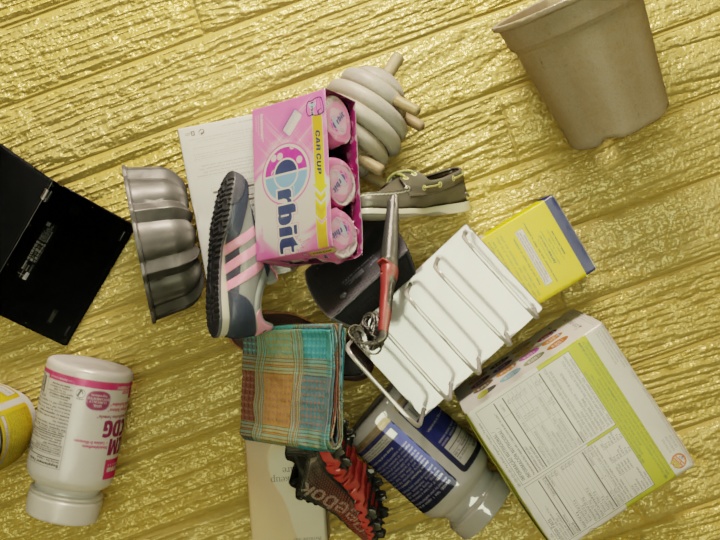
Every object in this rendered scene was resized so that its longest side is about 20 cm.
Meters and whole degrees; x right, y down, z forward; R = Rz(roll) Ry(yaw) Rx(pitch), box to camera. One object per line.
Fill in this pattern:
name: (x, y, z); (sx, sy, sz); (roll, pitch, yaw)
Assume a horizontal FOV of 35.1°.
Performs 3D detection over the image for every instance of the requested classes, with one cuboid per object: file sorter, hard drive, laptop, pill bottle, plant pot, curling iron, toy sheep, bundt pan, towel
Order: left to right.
pill bottle: (-0.478, 0.202, 1.427); (0.111, 0.200, 0.113); (0, 91, 2)
laptop: (-0.441, -0.038, 1.517); (0.199, 0.116, 0.188); (30, 92, -28)
pill bottle: (-0.366, 0.217, 1.468); (0.112, 0.113, 0.202); (12, 92, 1)
bundt pan: (-0.243, -0.039, 1.424); (0.075, 0.202, 0.203); (-11, 91, -9)
towel: (-0.086, 0.138, 1.365); (0.022, 0.199, 0.148); (5, 84, -38)
hard drive: (0.000, 0.000, 1.417); (0.135, 0.200, 0.042); (-42, 110, 2)
toy sheep: (0.003, -0.189, 1.444); (0.137, 0.138, 0.201); (33, 78, 1)
curling iron: (0.023, 0.000, 1.302); (0.049, 0.026, 0.201); (-2, 64, 27)
pill bottle: (0.089, 0.241, 1.453); (0.200, 0.116, 0.116); (42, 92, 1)
file sorter: (0.098, 0.066, 1.339); (0.200, 0.125, 0.139); (-43, 90, 7)
plant pot: (0.289, -0.259, 1.415); (0.199, 0.201, 0.184); (-25, 102, 2)

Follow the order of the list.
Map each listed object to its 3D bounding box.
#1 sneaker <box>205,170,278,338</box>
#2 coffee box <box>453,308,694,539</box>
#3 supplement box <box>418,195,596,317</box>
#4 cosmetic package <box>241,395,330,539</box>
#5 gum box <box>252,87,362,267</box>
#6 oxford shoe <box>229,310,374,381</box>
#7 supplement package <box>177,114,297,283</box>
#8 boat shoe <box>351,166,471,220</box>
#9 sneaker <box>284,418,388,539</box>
sneaker: (-0.140, -0.018, 1.379); (0.081, 0.070, 0.202); (4, 90, -25)
coffee box: (0.252, 0.190, 1.405); (0.197, 0.200, 0.201); (-34, 91, 2)
supplement box: (0.181, 0.003, 1.450); (0.199, 0.109, 0.110); (-31, 90, 3)
cosmetic package: (-0.096, 0.255, 1.481); (0.104, 0.071, 0.202); (-5, 91, 1)
gum box: (-0.064, -0.102, 1.357); (0.113, 0.066, 0.202); (-10, 77, 34)
oxford shoe: (-0.077, 0.097, 1.477); (0.198, 0.073, 0.072); (12, 92, 2)
supplement package: (-0.154, -0.088, 1.456); (0.109, 0.114, 0.202); (-11, 92, 2)
boat shoe: (0.062, -0.096, 1.425); (0.072, 0.201, 0.061); (-2, 95, 45)
sneaker: (-0.032, 0.266, 1.415); (0.097, 0.071, 0.201); (-14, 124, 19)
